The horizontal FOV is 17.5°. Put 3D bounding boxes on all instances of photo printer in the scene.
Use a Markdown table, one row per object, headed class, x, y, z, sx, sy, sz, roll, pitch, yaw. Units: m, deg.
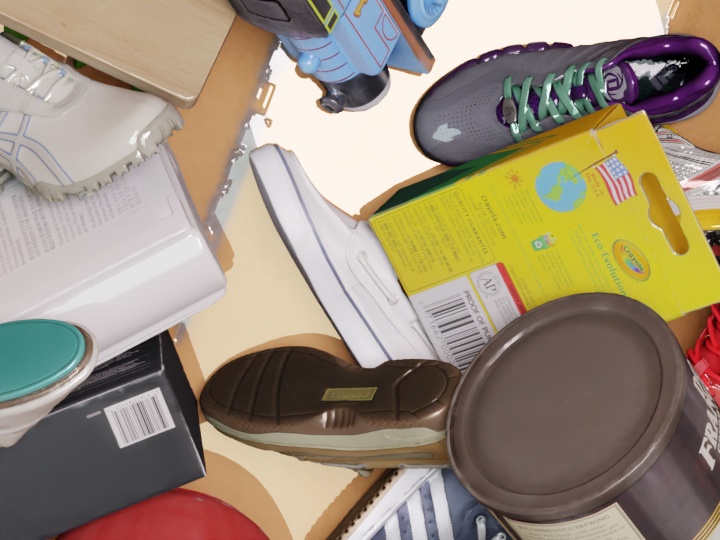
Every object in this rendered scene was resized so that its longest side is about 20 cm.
| class | x | y | z | sx | sy | sz | roll | pitch | yaw |
| --- | --- | --- | --- | --- | --- | --- | --- | --- | --- |
| photo printer | -0.191 | 0.000 | 1.405 | 0.199 | 0.167 | 0.070 | -28 | 127 | -1 |

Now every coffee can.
| class | x | y | z | sx | sy | sz | roll | pitch | yaw |
| --- | --- | --- | --- | --- | --- | --- | --- | --- | --- |
| coffee can | 0.158 | 0.129 | 1.370 | 0.146 | 0.146 | 0.200 | -39 | 132 | 1 |

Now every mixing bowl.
| class | x | y | z | sx | sy | sz | roll | pitch | yaw |
| --- | --- | --- | --- | --- | --- | --- | --- | --- | --- |
| mixing bowl | -0.119 | 0.202 | 1.423 | 0.199 | 0.201 | 0.109 | 9 | 55 | -3 |

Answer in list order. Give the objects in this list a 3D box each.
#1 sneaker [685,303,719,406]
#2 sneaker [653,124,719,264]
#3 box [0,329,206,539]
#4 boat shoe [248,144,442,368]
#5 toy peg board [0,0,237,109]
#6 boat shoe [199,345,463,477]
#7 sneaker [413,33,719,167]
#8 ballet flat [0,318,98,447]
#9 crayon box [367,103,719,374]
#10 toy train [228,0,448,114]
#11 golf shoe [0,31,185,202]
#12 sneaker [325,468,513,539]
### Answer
| class | x | y | z | sx | sy | sz | roll | pitch | yaw |
| --- | --- | --- | --- | --- | --- | --- | --- | --- | --- |
| sneaker | 0.225 | 0.053 | 1.429 | 0.115 | 0.079 | 0.201 | -21 | 130 | 6 |
| sneaker | 0.169 | -0.047 | 1.468 | 0.199 | 0.078 | 0.083 | 2 | 67 | 2 |
| box | -0.200 | 0.106 | 1.416 | 0.199 | 0.141 | 0.079 | -21 | 109 | 0 |
| boat shoe | 0.000 | 0.000 | 1.462 | 0.065 | 0.074 | 0.201 | -31 | 105 | -4 |
| toy peg board | -0.158 | -0.215 | 1.432 | 0.199 | 0.098 | 0.200 | 25 | 72 | -4 |
| boat shoe | -0.011 | 0.098 | 1.433 | 0.072 | 0.199 | 0.076 | -57 | 133 | -30 |
| sneaker | 0.129 | -0.114 | 1.443 | 0.199 | 0.088 | 0.075 | -14 | 88 | -2 |
| ballet flat | -0.231 | 0.077 | 1.314 | 0.199 | 0.069 | 0.070 | -15 | 94 | 11 |
| crayon box | 0.119 | -0.016 | 1.395 | 0.199 | 0.051 | 0.127 | -20 | 103 | 33 |
| toy train | -0.016 | -0.175 | 1.389 | 0.086 | 0.200 | 0.115 | 18 | 70 | 30 |
| golf shoe | -0.196 | -0.097 | 1.381 | 0.199 | 0.078 | 0.098 | 0 | 127 | 38 |
| sneaker | 0.050 | 0.172 | 1.470 | 0.108 | 0.070 | 0.200 | 42 | 88 | -2 |
